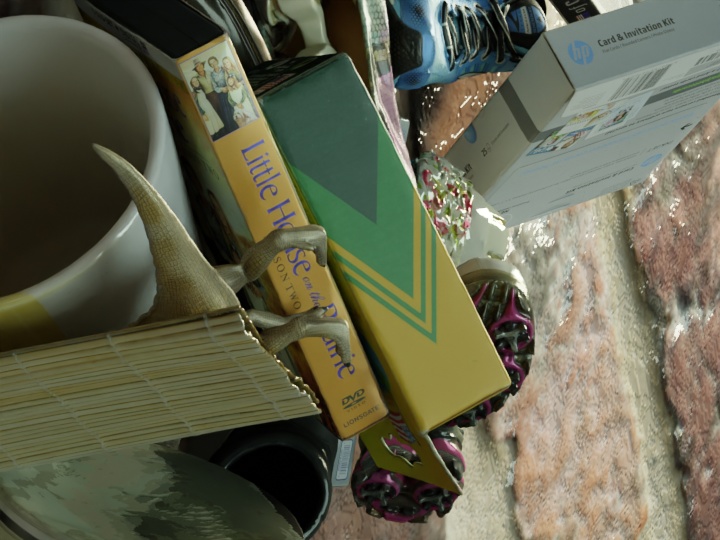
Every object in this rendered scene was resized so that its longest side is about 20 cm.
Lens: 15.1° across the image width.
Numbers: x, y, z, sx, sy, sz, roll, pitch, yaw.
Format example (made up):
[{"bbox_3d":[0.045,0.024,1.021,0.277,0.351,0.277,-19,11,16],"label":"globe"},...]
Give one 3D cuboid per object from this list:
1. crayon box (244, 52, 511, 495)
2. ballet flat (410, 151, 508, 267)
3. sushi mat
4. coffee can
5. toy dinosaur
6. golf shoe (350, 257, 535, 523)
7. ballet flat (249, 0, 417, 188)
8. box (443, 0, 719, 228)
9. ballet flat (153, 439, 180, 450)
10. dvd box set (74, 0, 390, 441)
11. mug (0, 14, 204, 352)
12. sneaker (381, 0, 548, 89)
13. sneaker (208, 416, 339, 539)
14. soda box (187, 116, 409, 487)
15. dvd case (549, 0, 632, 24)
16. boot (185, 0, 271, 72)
[{"bbox_3d":[0.000,0.000,1.238,0.051,0.127,0.200,-29,101,-14],"label":"crayon box"},{"bbox_3d":[0.048,-0.013,1.469,0.200,0.064,0.076,97,3,-75],"label":"ballet flat"},{"bbox_3d":[-0.123,0.055,1.117,0.096,0.200,0.012,50,34,-57],"label":"sushi mat"},{"bbox_3d":[-0.122,0.193,1.225,0.146,0.146,0.200,-8,119,-57],"label":"coffee can"},{"bbox_3d":[-0.059,0.019,1.102,0.200,0.101,0.058,94,-19,-57],"label":"toy dinosaur"},{"bbox_3d":[0.038,0.047,1.423,0.200,0.073,0.092,116,-19,-50],"label":"golf shoe"},{"bbox_3d":[-0.020,-0.106,1.338,0.071,0.069,0.200,14,62,-71],"label":"ballet flat"},{"bbox_3d":[0.132,-0.088,1.510,0.156,0.041,0.200,-19,162,-28],"label":"box"},{"bbox_3d":[-0.108,0.081,1.305,0.046,0.067,0.200,0,112,-44],"label":"ballet flat"},{"bbox_3d":[-0.060,-0.033,1.213,0.029,0.146,0.200,-30,119,-13],"label":"dvd box set"},{"bbox_3d":[-0.153,-0.004,1.192,0.153,0.187,0.149,64,14,-56],"label":"mug"},{"bbox_3d":[0.054,-0.138,1.442,0.200,0.090,0.078,-46,140,-69],"label":"sneaker"},{"bbox_3d":[-0.076,0.149,1.335,0.200,0.071,0.099,-59,-179,4],"label":"sneaker"},{"bbox_3d":[-0.033,0.011,1.418,0.063,0.068,0.200,3,97,-59],"label":"soda box"},{"bbox_3d":[0.110,-0.207,1.548,0.200,0.025,0.150,43,32,-54],"label":"dvd case"},{"bbox_3d":[-0.089,-0.056,1.301,0.097,0.075,0.200,-53,142,-40],"label":"boot"}]
